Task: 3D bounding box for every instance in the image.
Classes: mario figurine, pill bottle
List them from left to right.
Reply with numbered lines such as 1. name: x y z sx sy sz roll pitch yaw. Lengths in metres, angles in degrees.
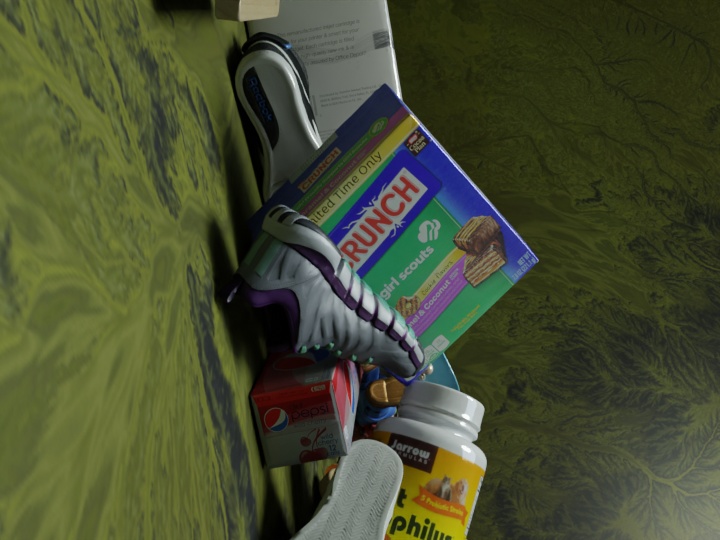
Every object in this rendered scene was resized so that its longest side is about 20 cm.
1. mario figurine: 0.026 0.140 1.055 0.201 0.104 0.125 105 -2 -63
2. pill bottle: 0.047 0.207 0.825 0.109 0.107 0.203 69 38 -68

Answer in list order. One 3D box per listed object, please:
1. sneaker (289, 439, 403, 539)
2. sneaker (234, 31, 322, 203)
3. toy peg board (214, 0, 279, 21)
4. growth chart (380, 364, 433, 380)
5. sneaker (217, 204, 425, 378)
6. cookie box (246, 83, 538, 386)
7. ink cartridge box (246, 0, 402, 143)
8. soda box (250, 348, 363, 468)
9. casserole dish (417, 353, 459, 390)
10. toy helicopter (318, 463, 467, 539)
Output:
1. sneaker: -0.026 0.232 0.684 0.200 0.073 0.117 -52 163 -54
2. sneaker: -0.064 -0.132 0.897 0.113 0.072 0.203 -88 168 -58
3. toy peg board: -0.110 -0.289 0.661 0.200 0.096 0.203 -80 176 -74
4. growth chart: 0.033 0.098 1.082 0.145 0.018 0.201 54 -15 23
5. sneaker: -0.029 0.041 0.711 0.074 0.088 0.200 26 -17 52
6. cookie box: 0.030 -0.025 0.800 0.200 0.171 0.075 42 8 -33
7. ink cartridge box: -0.034 -0.215 0.969 0.083 0.144 0.204 -80 161 -79
8. soda box: -0.040 0.095 0.793 0.200 0.069 0.065 -78 156 -77
9. casserole dish: 0.056 0.080 1.108 0.202 0.038 0.121 64 -12 5
10. toy helicopter: 0.037 0.260 0.968 0.198 0.079 0.132 30 11 -28
